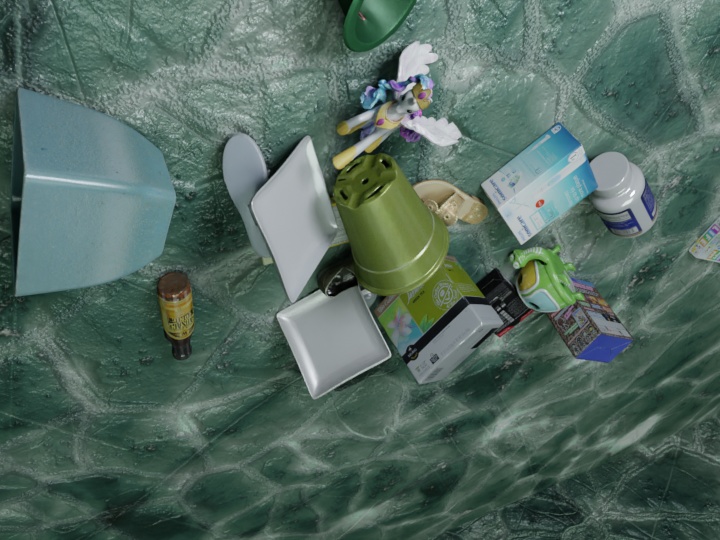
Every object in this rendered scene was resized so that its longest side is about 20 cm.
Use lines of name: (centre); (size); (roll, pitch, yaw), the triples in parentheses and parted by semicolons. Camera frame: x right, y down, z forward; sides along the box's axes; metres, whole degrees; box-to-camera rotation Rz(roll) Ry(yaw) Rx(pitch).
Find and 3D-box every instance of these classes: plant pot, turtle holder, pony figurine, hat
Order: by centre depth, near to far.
hat: (-0.022, -0.427, 0.745); (0.166, 0.176, 0.199); (-47, 171, 22)
plant pot: (-0.377, -0.102, 0.776); (0.195, 0.199, 0.199); (1, 133, -37)
pony figurine: (0.061, -0.245, 0.856); (0.196, 0.192, 0.170); (-21, 101, 38)
plant pot: (0.039, -0.096, 0.972); (0.196, 0.203, 0.192); (-29, 134, 5)
turtle holder: (0.442, 0.026, 1.320); (0.130, 0.145, 0.183); (-29, 150, 32)

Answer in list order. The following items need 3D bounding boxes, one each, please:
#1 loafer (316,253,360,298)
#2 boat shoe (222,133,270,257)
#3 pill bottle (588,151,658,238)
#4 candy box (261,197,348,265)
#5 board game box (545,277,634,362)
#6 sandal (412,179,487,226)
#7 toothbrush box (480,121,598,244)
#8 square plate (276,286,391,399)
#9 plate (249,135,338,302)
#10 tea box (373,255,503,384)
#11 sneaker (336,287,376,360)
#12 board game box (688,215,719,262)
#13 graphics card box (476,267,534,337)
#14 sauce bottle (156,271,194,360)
loafer: (0.000, 0.000, 1.122); (0.197, 0.070, 0.076); (-33, 118, 9)
boat shoe: (-0.174, -0.131, 0.923); (0.072, 0.087, 0.208); (-16, 112, 2)
pill bottle: (0.570, -0.168, 1.203); (0.119, 0.122, 0.198); (-40, 136, 17)
candy box: (-0.101, -0.079, 1.041); (0.193, 0.027, 0.104); (-16, 138, -11)
board game box: (0.587, 0.126, 1.438); (0.155, 0.203, 0.098); (12, 129, -32)
sandal: (0.189, -0.122, 1.104); (0.206, 0.071, 0.079); (10, 128, -32)
toothbrush box: (0.369, -0.174, 1.127); (0.198, 0.087, 0.146); (-36, 137, 14)
square plate: (-0.058, 0.138, 1.173); (0.194, 0.205, 0.028); (-28, 169, 6)
plate: (-0.111, -0.088, 0.919); (0.031, 0.202, 0.204); (5, 133, 26)
tea box: (0.168, 0.103, 1.204); (0.201, 0.199, 0.132); (-47, 152, 23)
sneaker: (-0.016, 0.141, 1.218); (0.082, 0.122, 0.201); (11, 129, -49)
board game box: (1.057, -0.088, 1.574); (0.194, 0.035, 0.137); (6, 130, -30)
graphics card box: (0.353, 0.087, 1.402); (0.125, 0.052, 0.198); (-41, 136, 17)
sauce bottle: (-0.355, 0.096, 1.067); (0.064, 0.067, 0.204); (-8, 136, -17)
